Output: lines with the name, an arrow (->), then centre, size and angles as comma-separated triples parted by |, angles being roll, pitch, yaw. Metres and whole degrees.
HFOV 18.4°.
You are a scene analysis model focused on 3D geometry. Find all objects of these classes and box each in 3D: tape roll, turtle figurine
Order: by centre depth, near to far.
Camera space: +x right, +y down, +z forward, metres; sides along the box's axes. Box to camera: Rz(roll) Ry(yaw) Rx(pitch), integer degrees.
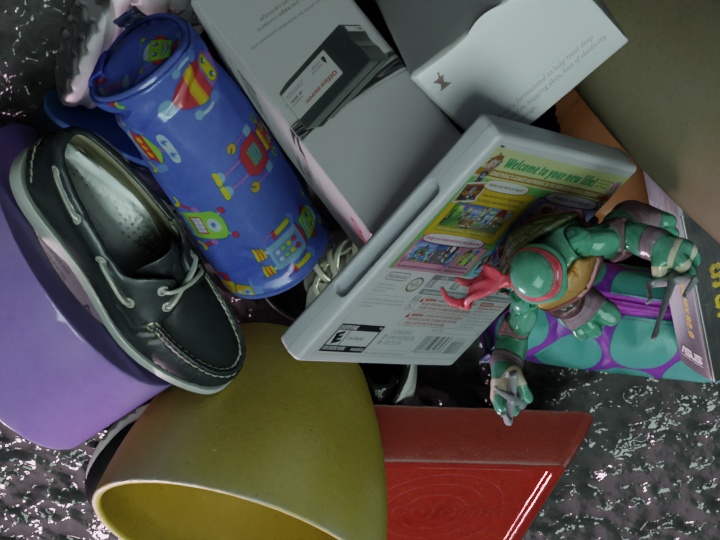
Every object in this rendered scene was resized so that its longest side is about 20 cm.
turtle figurine -> 0.128, 0.008, 1.316 | 0.149, 0.200, 0.101 | -34, 86, 20
tape roll -> -0.207, 0.010, 1.450 | 0.085, 0.200, 0.200 | -33, 123, 17

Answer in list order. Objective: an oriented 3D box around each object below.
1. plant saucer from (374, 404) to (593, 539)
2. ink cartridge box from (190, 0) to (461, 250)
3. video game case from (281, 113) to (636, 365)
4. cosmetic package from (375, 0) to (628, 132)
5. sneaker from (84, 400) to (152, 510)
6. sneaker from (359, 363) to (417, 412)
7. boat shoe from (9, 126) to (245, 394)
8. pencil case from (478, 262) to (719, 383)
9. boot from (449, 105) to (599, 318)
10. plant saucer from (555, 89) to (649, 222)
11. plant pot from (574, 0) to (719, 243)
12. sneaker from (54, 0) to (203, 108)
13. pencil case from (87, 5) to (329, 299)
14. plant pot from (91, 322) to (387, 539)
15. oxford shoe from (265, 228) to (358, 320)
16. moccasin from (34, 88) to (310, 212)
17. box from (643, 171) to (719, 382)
plant saucer -> 0.054, 0.169, 1.649 | 0.198, 0.037, 0.200 | 3, 143, -16
ink cartridge box -> -0.004, -0.090, 1.371 | 0.084, 0.200, 0.145 | -36, 158, -3
video game case -> 0.063, -0.013, 1.332 | 0.182, 0.022, 0.200 | -48, 156, 19
cosmetic package -> 0.074, -0.171, 1.350 | 0.113, 0.200, 0.081 | -39, 123, 14
sneaker -> -0.119, 0.135, 1.619 | 0.199, 0.088, 0.076 | -32, 124, 15
sneaker -> 0.006, 0.088, 1.608 | 0.073, 0.080, 0.201 | -8, 128, -4
boat shoe -> -0.136, -0.004, 1.384 | 0.200, 0.076, 0.060 | 46, 144, -17
pencil case -> 0.181, 0.032, 1.582 | 0.199, 0.086, 0.092 | 6, 167, -13
boot -> 0.064, -0.058, 1.500 | 0.076, 0.201, 0.168 | -18, 172, -43
plant saucer -> 0.190, -0.091, 1.528 | 0.199, 0.038, 0.201 | -4, 126, -5
plant pot -> 0.217, -0.131, 1.387 | 0.187, 0.200, 0.188 | -41, 153, -26
sneaker -> -0.127, -0.185, 1.411 | 0.082, 0.075, 0.200 | 9, 133, -28
pencil case -> -0.098, -0.071, 1.403 | 0.086, 0.078, 0.200 | -7, 135, 32
plant pot -> -0.065, 0.120, 1.492 | 0.199, 0.143, 0.200 | 13, 155, 6
oxford shoe -> 0.000, 0.000, 1.491 | 0.058, 0.199, 0.076 | -6, 88, -40
moccasin -> -0.130, -0.057, 1.486 | 0.199, 0.081, 0.068 | 22, 124, -20
box -> 0.300, -0.035, 1.515 | 0.199, 0.048, 0.159 | -21, 114, -16
